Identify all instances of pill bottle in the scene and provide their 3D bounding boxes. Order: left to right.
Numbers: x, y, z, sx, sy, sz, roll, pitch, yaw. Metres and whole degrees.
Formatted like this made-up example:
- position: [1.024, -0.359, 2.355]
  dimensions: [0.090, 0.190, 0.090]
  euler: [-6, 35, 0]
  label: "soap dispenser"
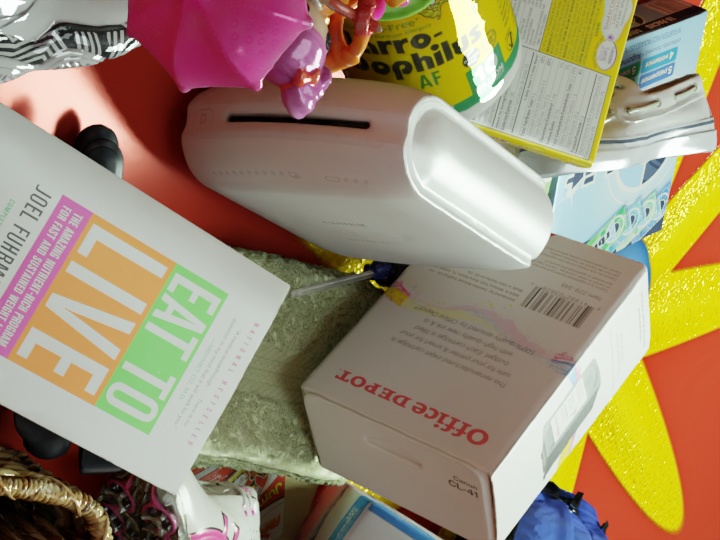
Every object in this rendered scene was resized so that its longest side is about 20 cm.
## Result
- position: [0.021, -0.182, 0.973]
  dimensions: [0.113, 0.113, 0.200]
  euler: [-49, 145, -17]
  label: "pill bottle"

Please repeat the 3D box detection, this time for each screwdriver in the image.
- position: [0.000, 0.000, 1.086]
  dimensions: [0.200, 0.028, 0.029]
  euler: [-3, 99, -66]
  label: "screwdriver"

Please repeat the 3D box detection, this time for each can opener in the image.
- position: [-0.158, 0.017, 0.935]
  dimensions: [0.079, 0.063, 0.200]
  euler: [1, 106, -24]
  label: "can opener"

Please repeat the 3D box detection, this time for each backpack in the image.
- position: [0.150, 0.260, 1.372]
  dimensions: [0.200, 0.168, 0.163]
  euler: [-53, 164, -86]
  label: "backpack"

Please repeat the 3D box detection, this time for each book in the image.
- position: [-0.151, 0.013, 0.880]
  dimensions: [0.200, 0.048, 0.134]
  euler: [32, 87, -27]
  label: "book"

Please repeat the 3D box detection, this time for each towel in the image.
- position: [-0.052, 0.062, 1.085]
  dimensions: [0.200, 0.036, 0.149]
  euler: [17, 84, -50]
  label: "towel"

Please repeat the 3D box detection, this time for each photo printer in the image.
- position: [0.003, -0.058, 0.996]
  dimensions: [0.200, 0.166, 0.070]
  euler: [29, 70, -57]
  label: "photo printer"

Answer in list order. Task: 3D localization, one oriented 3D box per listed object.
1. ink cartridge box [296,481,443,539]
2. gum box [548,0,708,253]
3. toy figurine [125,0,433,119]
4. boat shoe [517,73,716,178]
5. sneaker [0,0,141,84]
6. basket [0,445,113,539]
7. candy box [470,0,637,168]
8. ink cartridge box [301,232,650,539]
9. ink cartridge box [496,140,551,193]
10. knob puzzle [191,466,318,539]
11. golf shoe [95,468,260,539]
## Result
- position: [0.014, 0.247, 1.173]
  dimensions: [0.145, 0.147, 0.200]
  euler: [-57, -175, -6]
  label: "ink cartridge box"
- position: [0.191, -0.101, 1.319]
  dimensions: [0.170, 0.045, 0.200]
  euler: [-25, 132, -41]
  label: "gum box"
- position: [-0.042, -0.145, 0.804]
  dimensions: [0.200, 0.150, 0.184]
  euler: [54, 36, -34]
  label: "toy figurine"
- position: [0.181, -0.107, 1.214]
  dimensions: [0.200, 0.073, 0.067]
  euler: [-12, 95, -45]
  label: "boat shoe"
- position: [-0.165, -0.153, 0.779]
  dimensions: [0.200, 0.075, 0.115]
  euler: [-23, 134, -39]
  label: "sneaker"
- position: [-0.217, 0.180, 0.892]
  dimensions: [0.200, 0.149, 0.143]
  euler: [-6, 119, -50]
  label: "basket"
- position: [0.133, -0.178, 1.117]
  dimensions: [0.102, 0.026, 0.200]
  euler: [17, 87, -16]
  label: "candy box"
- position: [0.079, 0.063, 1.092]
  dimensions: [0.200, 0.147, 0.086]
  euler: [-48, 144, -31]
  label: "ink cartridge box"
- position: [0.090, -0.128, 1.165]
  dimensions: [0.145, 0.048, 0.200]
  euler: [-23, 134, -42]
  label: "ink cartridge box"
- position: [-0.106, 0.178, 1.144]
  dimensions: [0.220, 0.030, 0.220]
  euler: [-33, 137, -37]
  label: "knob puzzle"
- position: [-0.106, 0.156, 1.042]
  dimensions: [0.092, 0.073, 0.200]
  euler: [-50, 155, -26]
  label: "golf shoe"
